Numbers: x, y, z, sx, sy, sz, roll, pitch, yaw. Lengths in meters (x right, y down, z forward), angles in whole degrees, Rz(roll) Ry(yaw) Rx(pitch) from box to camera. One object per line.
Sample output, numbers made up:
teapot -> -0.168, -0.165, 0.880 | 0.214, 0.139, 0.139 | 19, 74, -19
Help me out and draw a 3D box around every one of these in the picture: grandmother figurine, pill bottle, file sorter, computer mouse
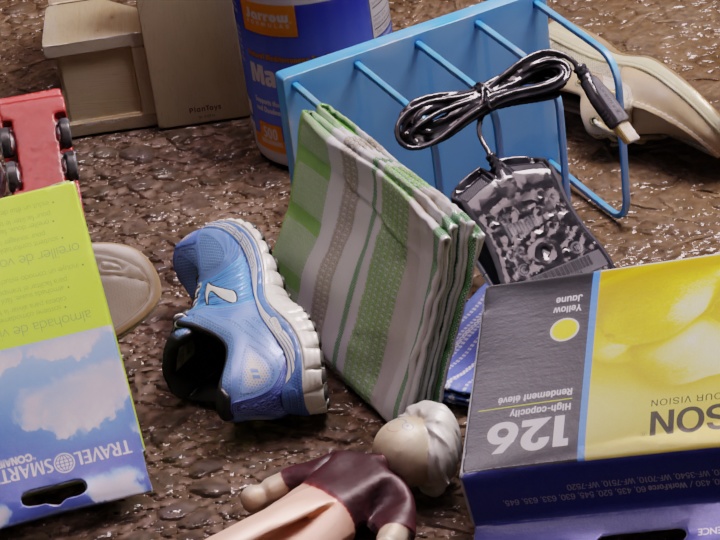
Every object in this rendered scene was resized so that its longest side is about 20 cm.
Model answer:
grandmother figurine -> -0.018, 0.135, 1.541 | 0.200, 0.061, 0.121 | -33, 46, -31
pill bottle -> -0.035, -0.184, 1.958 | 0.112, 0.201, 0.112 | -7, 29, 4
file sorter -> 0.066, -0.078, 1.812 | 0.199, 0.139, 0.123 | -20, 34, -20
computer mouse -> 0.122, -0.041, 1.709 | 0.140, 0.046, 0.200 | -28, 71, -16

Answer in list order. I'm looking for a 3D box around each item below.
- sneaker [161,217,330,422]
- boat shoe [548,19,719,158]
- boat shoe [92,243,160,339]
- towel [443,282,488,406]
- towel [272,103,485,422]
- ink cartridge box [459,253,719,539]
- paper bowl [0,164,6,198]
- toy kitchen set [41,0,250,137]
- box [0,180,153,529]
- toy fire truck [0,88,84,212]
sneaker -> -0.089, 0.031, 1.720 | 0.089, 0.079, 0.200 | -14, 30, -14
boat shoe -> 0.187, -0.116, 1.927 | 0.065, 0.072, 0.200 | -53, 46, -3
boat shoe -> -0.220, 0.045, 1.715 | 0.200, 0.072, 0.065 | -28, -11, -15
towel -> 0.136, 0.049, 1.684 | 0.199, 0.024, 0.145 | 10, 34, 30
towel -> 0.000, 0.000, 1.677 | 0.031, 0.150, 0.200 | 0, 24, -32
ink cartridge box -> 0.156, 0.080, 1.526 | 0.197, 0.047, 0.200 | -8, 44, 17
paper bowl -> -0.337, -0.035, 1.858 | 0.200, 0.105, 0.201 | -15, 30, 9
toy kitchen set -> -0.143, -0.223, 2.095 | 0.199, 0.164, 0.181 | -8, 29, 1
box -> -0.205, 0.056, 1.644 | 0.121, 0.048, 0.201 | -14, 75, -10
toy fire truck -> -0.214, -0.049, 1.869 | 0.049, 0.141, 0.201 | -10, 69, -6
